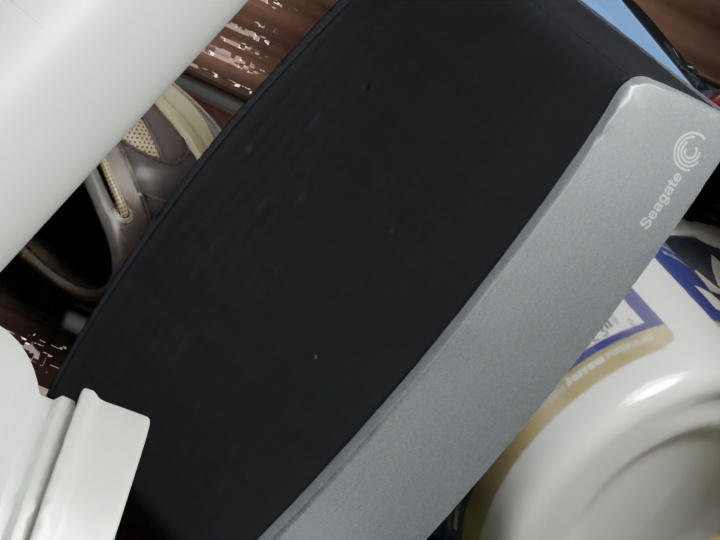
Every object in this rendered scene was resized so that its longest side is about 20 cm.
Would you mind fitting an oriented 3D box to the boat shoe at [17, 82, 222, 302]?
[{"bbox_3d":[-0.121,-0.068,0.932,0.200,0.075,0.073,42,30,11],"label":"boat shoe"}]

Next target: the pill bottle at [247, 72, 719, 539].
[{"bbox_3d":[0.039,0.012,0.921,0.111,0.111,0.200,-7,41,-34],"label":"pill bottle"}]

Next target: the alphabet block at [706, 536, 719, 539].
[{"bbox_3d":[0.188,0.168,0.745,0.196,0.200,0.195,23,58,-42],"label":"alphabet block"}]

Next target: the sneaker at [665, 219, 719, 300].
[{"bbox_3d":[0.135,0.064,0.942,0.199,0.079,0.130,45,21,0],"label":"sneaker"}]

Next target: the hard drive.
[{"bbox_3d":[0.000,0.000,0.843,0.135,0.200,0.042,44,7,39],"label":"hard drive"}]

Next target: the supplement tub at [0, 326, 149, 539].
[{"bbox_3d":[-0.166,0.063,0.736,0.200,0.144,0.144,19,45,-4],"label":"supplement tub"}]

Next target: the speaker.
[{"bbox_3d":[-0.115,-0.047,0.854,0.081,0.081,0.200,39,78,7],"label":"speaker"}]

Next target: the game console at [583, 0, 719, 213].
[{"bbox_3d":[0.139,-0.083,1.011,0.172,0.119,0.200,54,16,21],"label":"game console"}]
